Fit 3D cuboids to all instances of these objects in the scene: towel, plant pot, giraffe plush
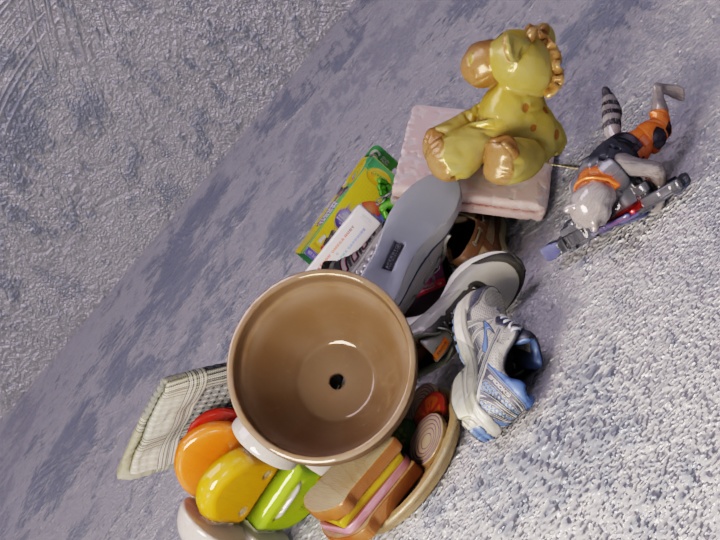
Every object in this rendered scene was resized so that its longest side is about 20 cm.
[{"bbox_3d":[-0.172,0.170,1.530,0.191,0.035,0.201,-12,-33,-37],"label":"towel"},{"bbox_3d":[-0.033,0.108,1.380,0.202,0.200,0.093,-53,-20,-7],"label":"plant pot"},{"bbox_3d":[0.141,-0.133,1.618,0.201,0.188,0.033,-73,-13,-50],"label":"towel"},{"bbox_3d":[0.168,-0.197,1.502,0.173,0.196,0.165,-91,-1,-72],"label":"giraffe plush"}]

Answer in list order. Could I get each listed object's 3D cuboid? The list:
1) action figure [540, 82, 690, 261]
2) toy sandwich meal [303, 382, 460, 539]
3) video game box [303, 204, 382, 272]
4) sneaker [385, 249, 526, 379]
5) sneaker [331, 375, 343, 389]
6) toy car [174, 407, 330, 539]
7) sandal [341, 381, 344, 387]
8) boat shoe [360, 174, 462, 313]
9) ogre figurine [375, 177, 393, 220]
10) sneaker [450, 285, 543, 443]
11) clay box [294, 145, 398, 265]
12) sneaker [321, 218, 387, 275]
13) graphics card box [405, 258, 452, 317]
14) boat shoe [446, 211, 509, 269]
[{"bbox_3d":[0.246,-0.098,1.363,0.199,0.105,0.194,-33,14,40],"label":"action figure"},{"bbox_3d":[0.021,0.195,1.383,0.205,0.070,0.206,-45,18,19],"label":"toy sandwich meal"},{"bbox_3d":[-0.021,0.013,1.751,0.183,0.047,0.200,-48,-17,3],"label":"video game box"},{"bbox_3d":[0.101,0.058,1.432,0.199,0.074,0.079,-40,18,4],"label":"sneaker"},{"bbox_3d":[-0.058,0.166,1.589,0.202,0.070,0.099,-63,36,39],"label":"sneaker"},{"bbox_3d":[-0.126,0.222,1.479,0.150,0.199,0.176,41,102,37],"label":"toy car"},{"bbox_3d":[-0.011,0.103,1.658,0.077,0.069,0.213,-20,35,59],"label":"sandal"},{"bbox_3d":[0.061,-0.012,1.512,0.204,0.074,0.086,-62,-25,-21],"label":"boat shoe"},{"bbox_3d":[0.103,-0.117,1.733,0.119,0.199,0.099,-31,69,25],"label":"ogre figurine"},{"bbox_3d":[0.145,0.082,1.321,0.085,0.077,0.201,-30,32,25],"label":"sneaker"},{"bbox_3d":[0.011,-0.070,1.887,0.201,0.115,0.048,-55,18,-10],"label":"clay box"},{"bbox_3d":[0.000,0.000,1.573,0.087,0.074,0.200,3,43,43],"label":"sneaker"},{"bbox_3d":[0.054,0.039,1.593,0.124,0.051,0.201,-25,22,10],"label":"graphics card box"},{"bbox_3d":[0.131,-0.042,1.575,0.076,0.074,0.201,-48,19,14],"label":"boat shoe"}]
